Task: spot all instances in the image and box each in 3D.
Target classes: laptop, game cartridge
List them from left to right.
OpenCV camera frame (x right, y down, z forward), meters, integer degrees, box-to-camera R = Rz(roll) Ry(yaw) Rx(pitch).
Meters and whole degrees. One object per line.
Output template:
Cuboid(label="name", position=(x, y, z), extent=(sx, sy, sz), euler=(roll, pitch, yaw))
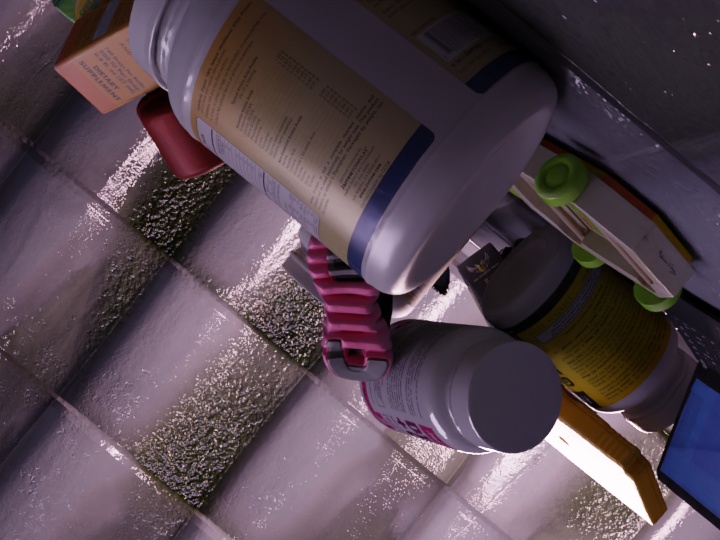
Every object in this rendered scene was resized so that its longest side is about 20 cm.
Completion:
Cuboid(label="game cartridge", position=(0.212, 0.158, 1.080), extent=(0.200, 0.032, 0.176), euler=(37, 171, 33))
Cuboid(label="laptop", position=(0.288, 0.128, 0.854), extent=(0.200, 0.103, 0.177), euler=(47, 176, -38))

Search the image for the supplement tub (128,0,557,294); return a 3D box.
Cuboid(label="supplement tub", position=(-0.012, -0.100, 0.585), extent=(0.200, 0.145, 0.144), euler=(40, -179, 12))

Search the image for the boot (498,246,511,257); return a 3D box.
Cuboid(label="boot", position=(0.244, 0.045, 1.444), extent=(0.168, 0.077, 0.200), euler=(36, -172, -6))

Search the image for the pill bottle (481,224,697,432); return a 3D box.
Cuboid(label="pill bottle", position=(0.218, 0.059, 1.007), extent=(0.200, 0.113, 0.112), euler=(39, -179, -14))

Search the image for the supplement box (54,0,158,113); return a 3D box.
Cuboid(label="supplement box", position=(-0.162, -0.205, 0.909), extent=(0.067, 0.199, 0.069), euler=(45, -141, -35))

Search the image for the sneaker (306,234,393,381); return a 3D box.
Cuboid(label="sneaker", position=(0.000, 0.000, 0.976), extent=(0.079, 0.201, 0.096), euler=(8, -145, 9))

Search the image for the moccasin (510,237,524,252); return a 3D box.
Cuboid(label="moccasin", position=(0.228, 0.039, 1.176), extent=(0.200, 0.081, 0.068), euler=(39, 177, 34))

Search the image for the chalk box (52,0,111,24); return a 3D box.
Cuboid(label="chalk box", position=(-0.208, -0.273, 1.017), extent=(0.200, 0.124, 0.125), euler=(38, -164, -28))

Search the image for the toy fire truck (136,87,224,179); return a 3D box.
Cuboid(label="toy fire truck", position=(-0.091, -0.125, 0.914), extent=(0.129, 0.176, 0.200), euler=(60, -175, -21))

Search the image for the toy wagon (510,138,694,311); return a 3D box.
Cuboid(label="toy wagon", position=(0.138, -0.049, 0.748), extent=(0.155, 0.040, 0.200), euler=(39, -178, -41))

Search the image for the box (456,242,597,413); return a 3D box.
Cuboid(label="box", position=(0.187, 0.077, 1.190), extent=(0.158, 0.051, 0.200), euler=(53, 179, 33))

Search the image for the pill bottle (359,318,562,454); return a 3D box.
Cuboid(label="pill bottle", position=(0.088, 0.105, 0.991), extent=(0.113, 0.114, 0.200), euler=(39, 165, -20))

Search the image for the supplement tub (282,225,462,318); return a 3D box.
Cuboid(label="supplement tub", position=(0.029, -0.044, 1.103), extent=(0.145, 0.200, 0.145), euler=(39, -178, -1))

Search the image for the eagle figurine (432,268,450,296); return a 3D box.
Cuboid(label="eagle figurine", position=(0.064, -0.061, 1.407), extent=(0.150, 0.200, 0.152), euler=(2, -130, -11))
